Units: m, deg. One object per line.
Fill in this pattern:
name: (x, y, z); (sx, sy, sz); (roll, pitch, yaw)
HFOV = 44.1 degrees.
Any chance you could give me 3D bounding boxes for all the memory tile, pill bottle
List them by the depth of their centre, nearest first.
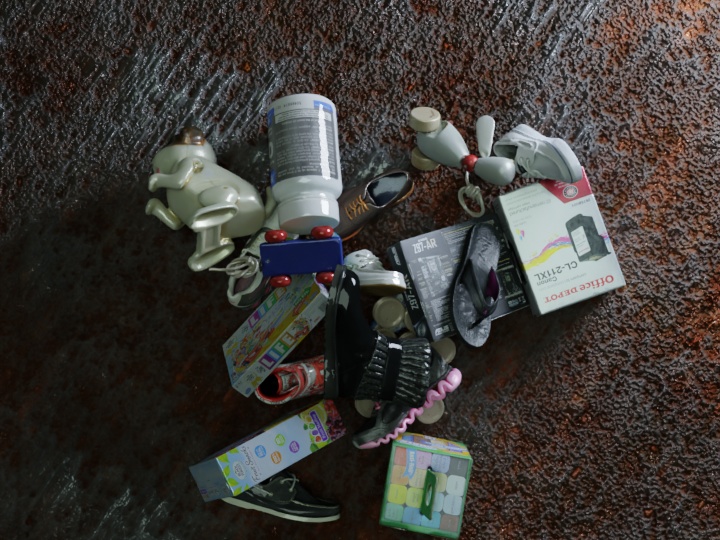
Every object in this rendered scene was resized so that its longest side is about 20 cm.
pill bottle: (-0.088, -0.165, 1.406); (0.113, 0.114, 0.201); (-5, 75, 3)
memory tile: (0.075, 0.143, 1.407); (0.153, 0.017, 0.201); (7, 103, -17)

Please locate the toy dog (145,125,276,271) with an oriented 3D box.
toy dog: (-0.248, -0.136, 1.402); (0.194, 0.140, 0.200); (-30, 64, -19)

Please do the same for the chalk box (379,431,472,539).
chalk box: (0.097, 0.324, 1.347); (0.123, 0.200, 0.125); (10, 87, 5)

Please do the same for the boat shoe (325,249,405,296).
boat shoe: (0.000, 0.000, 1.383); (0.071, 0.200, 0.070); (20, 79, -36)

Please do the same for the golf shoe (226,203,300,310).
golf shoe: (-0.154, -0.029, 1.435); (0.077, 0.088, 0.201); (24, 88, 6)

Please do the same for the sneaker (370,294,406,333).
sneaker: (0.087, 0.060, 1.423); (0.088, 0.075, 0.200); (38, 93, 0)

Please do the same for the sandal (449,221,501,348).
sandal: (0.180, 0.016, 1.344); (0.075, 0.048, 0.201); (19, 68, -24)

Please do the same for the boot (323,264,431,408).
boot: (0.026, 0.096, 1.298); (0.157, 0.079, 0.212); (2, 104, -1)

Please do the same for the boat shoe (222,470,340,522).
boat shoe: (-0.126, 0.355, 1.423); (0.199, 0.072, 0.068); (14, 91, 6)

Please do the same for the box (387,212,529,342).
box: (0.154, 0.010, 1.386); (0.199, 0.044, 0.161); (-18, 86, -31)

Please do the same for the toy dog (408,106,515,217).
toy dog: (0.166, -0.193, 1.408); (0.200, 0.132, 0.096); (43, 54, 15)

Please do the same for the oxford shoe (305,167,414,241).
oxford shoe: (-0.005, -0.107, 1.435); (0.200, 0.073, 0.071); (-35, 86, 2)

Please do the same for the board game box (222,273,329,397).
board game box: (-0.132, 0.088, 1.396); (0.034, 0.135, 0.200); (40, 97, -26)

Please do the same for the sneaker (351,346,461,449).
sneaker: (0.056, 0.190, 1.367); (0.200, 0.079, 0.096); (-38, 97, -15)

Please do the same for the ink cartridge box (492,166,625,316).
ink cartridge box: (0.314, -0.043, 1.409); (0.145, 0.083, 0.201); (-20, 86, 1)

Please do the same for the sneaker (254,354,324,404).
sneaker: (-0.071, 0.169, 1.410); (0.201, 0.108, 0.068); (-12, 87, 3)

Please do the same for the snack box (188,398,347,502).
snack box: (-0.142, 0.271, 1.343); (0.200, 0.169, 0.068); (-24, 85, -28)

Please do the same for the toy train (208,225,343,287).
toy train: (-0.124, -0.025, 1.366); (0.199, 0.116, 0.085); (-5, 101, 3)

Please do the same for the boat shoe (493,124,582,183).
boat shoe: (0.269, -0.168, 1.370); (0.065, 0.200, 0.074); (-30, 114, -6)
